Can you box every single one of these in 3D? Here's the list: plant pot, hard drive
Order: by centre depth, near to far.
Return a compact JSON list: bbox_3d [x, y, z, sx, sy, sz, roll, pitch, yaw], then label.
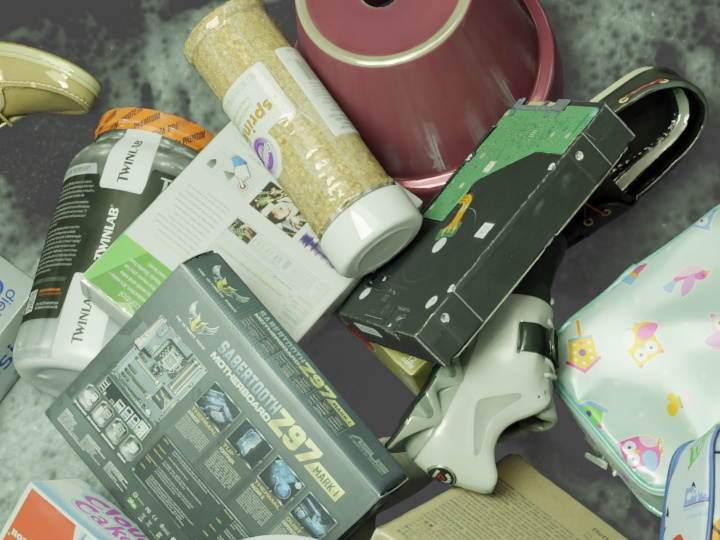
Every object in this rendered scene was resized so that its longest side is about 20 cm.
[{"bbox_3d":[0.082,-0.029,1.538,0.038,0.140,0.200,43,79,-20],"label":"hard drive"},{"bbox_3d":[0.035,-0.161,1.640,0.198,0.179,0.201,-5,67,11],"label":"plant pot"}]

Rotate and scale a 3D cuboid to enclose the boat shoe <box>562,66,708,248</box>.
[{"bbox_3d":[0.157,-0.066,1.623,0.201,0.074,0.063,-41,21,-6],"label":"boat shoe"}]

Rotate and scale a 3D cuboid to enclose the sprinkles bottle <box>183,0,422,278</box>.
[{"bbox_3d":[-0.040,-0.091,1.565,0.068,0.068,0.200,-35,72,-2],"label":"sprinkles bottle"}]

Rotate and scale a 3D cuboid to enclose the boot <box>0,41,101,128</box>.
[{"bbox_3d":[-0.301,-0.094,1.753,0.199,0.073,0.156,7,70,18],"label":"boot"}]

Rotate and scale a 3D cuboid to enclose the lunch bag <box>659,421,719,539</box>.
[{"bbox_3d":[0.285,0.180,1.455,0.199,0.076,0.161,18,60,-16],"label":"lunch bag"}]

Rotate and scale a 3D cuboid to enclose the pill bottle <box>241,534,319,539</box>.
[{"bbox_3d":[-0.050,0.275,1.448,0.110,0.201,0.111,0,23,0],"label":"pill bottle"}]

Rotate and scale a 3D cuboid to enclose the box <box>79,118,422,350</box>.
[{"bbox_3d":[-0.074,-0.015,1.586,0.144,0.036,0.200,38,68,12],"label":"box"}]

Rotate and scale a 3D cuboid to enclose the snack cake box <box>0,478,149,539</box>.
[{"bbox_3d":[-0.165,0.244,1.566,0.200,0.067,0.115,36,104,24],"label":"snack cake box"}]

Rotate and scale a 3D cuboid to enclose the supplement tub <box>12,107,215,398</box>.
[{"bbox_3d":[-0.166,-0.007,1.657,0.122,0.123,0.201,8,71,17],"label":"supplement tub"}]

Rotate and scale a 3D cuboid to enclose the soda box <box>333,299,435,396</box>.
[{"bbox_3d":[0.000,0.000,1.646,0.068,0.064,0.200,-43,66,-8],"label":"soda box"}]

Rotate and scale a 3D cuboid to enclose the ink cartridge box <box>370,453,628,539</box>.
[{"bbox_3d":[0.116,0.221,1.472,0.200,0.164,0.075,37,122,25],"label":"ink cartridge box"}]

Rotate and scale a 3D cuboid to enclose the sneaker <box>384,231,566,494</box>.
[{"bbox_3d":[0.100,0.062,1.533,0.088,0.074,0.201,32,66,0],"label":"sneaker"}]

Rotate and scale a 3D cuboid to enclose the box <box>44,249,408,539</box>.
[{"bbox_3d":[-0.089,0.112,1.504,0.200,0.051,0.158,48,117,8],"label":"box"}]

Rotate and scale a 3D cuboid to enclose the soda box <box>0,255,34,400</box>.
[{"bbox_3d":[-0.306,0.082,1.688,0.068,0.063,0.200,33,79,24],"label":"soda box"}]

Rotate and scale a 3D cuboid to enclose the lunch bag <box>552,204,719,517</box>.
[{"bbox_3d":[0.232,0.065,1.555,0.200,0.077,0.161,-38,66,-3],"label":"lunch bag"}]

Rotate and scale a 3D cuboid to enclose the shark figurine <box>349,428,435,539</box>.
[{"bbox_3d":[-0.035,0.175,1.554,0.213,0.128,0.090,-24,75,5],"label":"shark figurine"}]
